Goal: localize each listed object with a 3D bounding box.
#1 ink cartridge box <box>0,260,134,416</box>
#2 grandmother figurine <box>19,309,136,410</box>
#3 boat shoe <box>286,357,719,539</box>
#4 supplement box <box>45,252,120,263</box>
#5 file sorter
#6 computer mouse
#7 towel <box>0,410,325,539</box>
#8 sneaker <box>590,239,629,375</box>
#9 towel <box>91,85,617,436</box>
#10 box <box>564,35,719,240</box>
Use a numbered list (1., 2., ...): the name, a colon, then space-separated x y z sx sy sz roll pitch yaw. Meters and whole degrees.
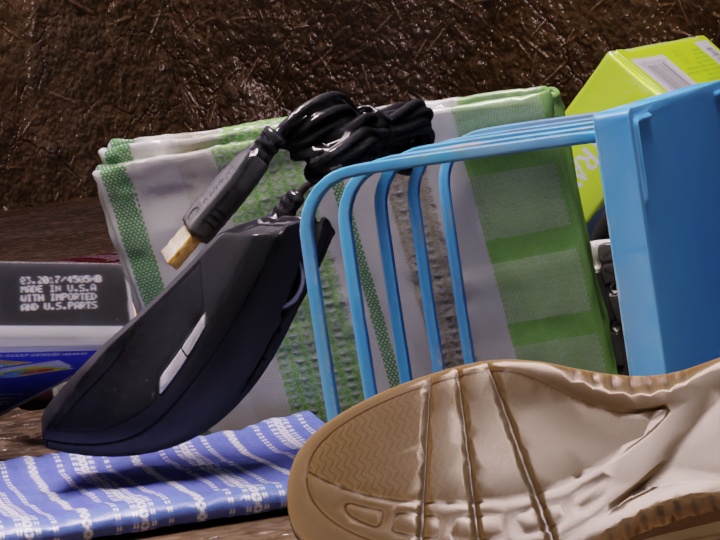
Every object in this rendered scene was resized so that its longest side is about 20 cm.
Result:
1. ink cartridge box: -0.227 0.041 1.152 0.197 0.047 0.200 -1 -14 -35
2. grandmother figurine: -0.111 0.048 1.294 0.121 0.061 0.200 -15 2 1
3. boat shoe: 0.079 0.066 0.828 0.199 0.072 0.065 -10 -32 8
4. supplement box: -0.202 0.028 1.615 0.199 0.061 0.109 -7 4 -20
5. file sorter: 0.069 0.013 0.991 0.122 0.139 0.200 -8 4 17
6. computer mouse: -0.050 0.013 1.023 0.200 0.046 0.140 -43 -12 11
7. towel: -0.094 0.081 1.070 0.199 0.024 0.145 -8 6 -16
8. sneaker: 0.085 0.023 1.201 0.199 0.079 0.089 -4 8 25
9. towel: 0.000 0.000 1.145 0.199 0.150 0.031 -8 26 15
10. box: 0.102 -0.022 1.334 0.048 0.200 0.122 43 25 16
